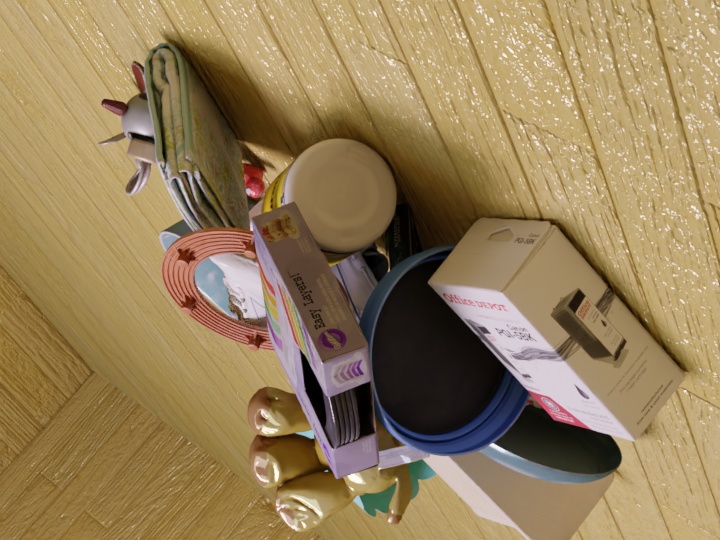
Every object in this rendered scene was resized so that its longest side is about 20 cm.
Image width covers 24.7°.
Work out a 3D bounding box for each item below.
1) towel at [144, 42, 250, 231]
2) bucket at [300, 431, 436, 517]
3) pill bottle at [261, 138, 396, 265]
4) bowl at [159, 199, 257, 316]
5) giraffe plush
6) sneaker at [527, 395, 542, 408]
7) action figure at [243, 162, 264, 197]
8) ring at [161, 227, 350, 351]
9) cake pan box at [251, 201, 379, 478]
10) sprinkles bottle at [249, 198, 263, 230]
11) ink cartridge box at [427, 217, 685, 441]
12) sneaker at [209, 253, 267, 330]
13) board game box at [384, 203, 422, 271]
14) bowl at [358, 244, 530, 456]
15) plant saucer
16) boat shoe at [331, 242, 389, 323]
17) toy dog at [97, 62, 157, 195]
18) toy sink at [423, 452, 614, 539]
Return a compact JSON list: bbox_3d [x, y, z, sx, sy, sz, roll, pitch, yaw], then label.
[{"bbox_3d":[-0.173,-0.122,1.750,0.171,0.048,0.201,61,-165,-47],"label":"towel"},{"bbox_3d":[0.020,0.185,2.035,0.135,0.207,0.207,35,164,29],"label":"bucket"},{"bbox_3d":[-0.040,-0.061,1.655,0.111,0.111,0.200,42,165,-5],"label":"pill bottle"},{"bbox_3d":[-0.143,-0.015,2.045,0.201,0.105,0.201,38,165,12],"label":"bowl"},{"bbox_3d":[-0.005,0.169,1.742,0.199,0.162,0.173,1,106,16],"label":"giraffe plush"},{"bbox_3d":[0.160,0.117,1.675,0.200,0.105,0.075,40,162,4],"label":"sneaker"},{"bbox_3d":[-0.170,-0.116,1.922,0.065,0.052,0.200,13,-176,-39],"label":"action figure"},{"bbox_3d":[-0.108,0.027,1.665,0.199,0.019,0.201,11,145,8],"label":"ring"},{"bbox_3d":[-0.040,0.069,1.526,0.185,0.052,0.200,83,163,-50],"label":"cake pan box"},{"bbox_3d":[-0.057,0.000,1.947,0.200,0.068,0.068,45,164,-14],"label":"sprinkles bottle"},{"bbox_3d":[0.176,0.052,1.493,0.200,0.083,0.147,46,165,-20],"label":"ink cartridge box"},{"bbox_3d":[-0.105,0.025,1.733,0.075,0.087,0.200,48,-177,36],"label":"sneaker"},{"bbox_3d":[0.055,0.039,1.691,0.028,0.136,0.200,-6,151,7],"label":"board game box"},{"bbox_3d":[0.083,0.075,1.557,0.201,0.201,0.039,49,160,-26],"label":"bowl"},{"bbox_3d":[0.173,0.168,1.700,0.199,0.028,0.200,19,-162,-6],"label":"plant saucer"},{"bbox_3d":[0.000,0.000,1.765,0.074,0.065,0.200,54,-169,-42],"label":"boat shoe"},{"bbox_3d":[-0.262,-0.176,1.892,0.096,0.132,0.200,22,161,-18],"label":"toy dog"},{"bbox_3d":[0.167,0.209,1.867,0.200,0.130,0.112,45,165,-16],"label":"toy sink"}]
